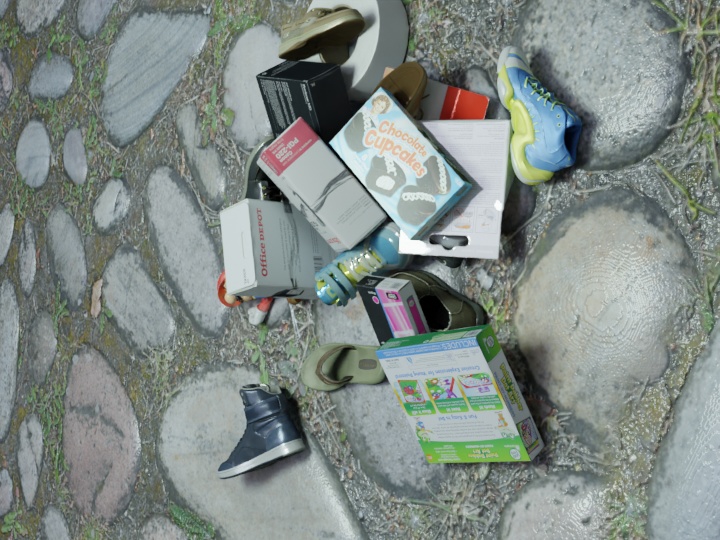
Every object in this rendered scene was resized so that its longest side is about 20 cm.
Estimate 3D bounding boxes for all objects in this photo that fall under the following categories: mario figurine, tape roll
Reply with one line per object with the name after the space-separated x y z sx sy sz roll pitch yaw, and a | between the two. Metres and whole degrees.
-0.193 0.036 1.906 0.199 0.106 0.124 -7 84 45 | mario figurine
-0.014 -0.383 1.767 0.202 0.071 0.204 -4 85 47 | tape roll

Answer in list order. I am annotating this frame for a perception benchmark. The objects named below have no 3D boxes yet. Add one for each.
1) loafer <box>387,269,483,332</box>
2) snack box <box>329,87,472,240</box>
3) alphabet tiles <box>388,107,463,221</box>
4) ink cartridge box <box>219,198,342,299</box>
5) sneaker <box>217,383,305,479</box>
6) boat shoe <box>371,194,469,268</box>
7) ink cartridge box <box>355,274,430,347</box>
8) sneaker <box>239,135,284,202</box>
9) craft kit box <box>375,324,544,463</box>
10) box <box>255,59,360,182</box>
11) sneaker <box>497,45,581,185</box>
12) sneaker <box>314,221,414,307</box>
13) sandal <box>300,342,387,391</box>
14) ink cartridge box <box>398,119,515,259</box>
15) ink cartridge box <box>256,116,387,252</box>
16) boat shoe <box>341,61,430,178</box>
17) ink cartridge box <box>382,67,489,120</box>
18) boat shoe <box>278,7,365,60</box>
0.098 0.047 1.613 0.200 0.069 0.076 22 103 46 | loafer
0.057 -0.155 1.546 0.116 0.037 0.200 -45 70 17 | snack box
0.103 -0.160 1.664 0.195 0.015 0.201 -31 65 42 | alphabet tiles
-0.127 -0.032 1.767 0.084 0.199 0.146 -18 74 45 | ink cartridge box
-0.196 0.284 1.899 0.202 0.077 0.147 -29 77 32 | sneaker
0.085 -0.070 1.617 0.200 0.068 0.057 38 134 37 | boat shoe
0.066 0.101 1.594 0.094 0.037 0.201 7 129 48 | ink cartridge box
-0.157 -0.136 1.911 0.106 0.075 0.201 41 125 36 | sneaker
0.139 0.181 1.514 0.199 0.048 0.198 -11 106 46 | craft kit box
-0.078 -0.238 1.756 0.141 0.079 0.201 19 133 48 | box
0.255 -0.224 1.473 0.105 0.076 0.201 -13 85 34 | sneaker
0.000 0.000 1.649 0.080 0.130 0.200 51 154 -3 | sneaker
-0.034 0.155 1.757 0.200 0.057 0.080 -14 77 46 | sandal
0.143 -0.119 1.550 0.160 0.050 0.201 4 89 26 | ink cartridge box
-0.062 -0.128 1.646 0.085 0.200 0.146 -44 6 -8 | ink cartridge box
0.044 -0.227 1.620 0.200 0.063 0.073 -54 53 20 | boat shoe
0.095 -0.212 1.631 0.200 0.050 0.163 29 109 48 | ink cartridge box
-0.068 -0.397 1.727 0.200 0.072 0.065 -10 81 52 | boat shoe
